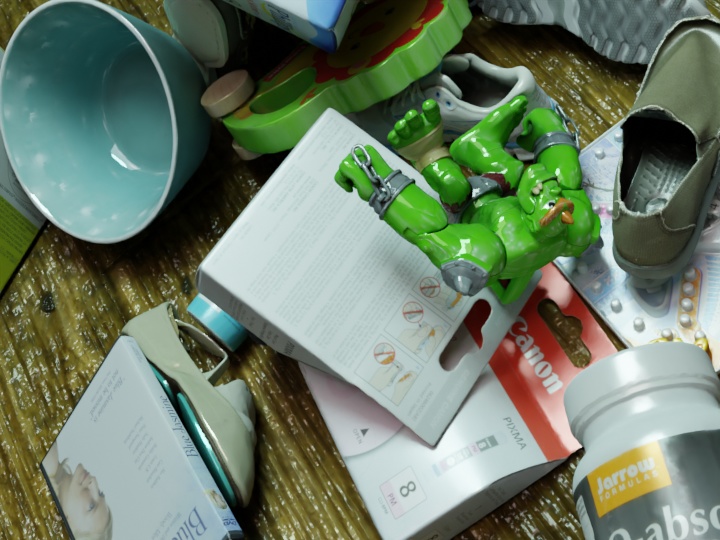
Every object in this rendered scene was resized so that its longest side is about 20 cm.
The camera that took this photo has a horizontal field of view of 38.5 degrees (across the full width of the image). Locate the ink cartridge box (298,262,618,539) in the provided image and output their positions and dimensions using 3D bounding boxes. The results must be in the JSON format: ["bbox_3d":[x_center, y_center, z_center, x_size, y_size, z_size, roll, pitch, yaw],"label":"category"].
[{"bbox_3d":[0.072,0.077,0.717,0.199,0.057,0.164,-36,54,8],"label":"ink cartridge box"}]

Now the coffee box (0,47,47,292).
[{"bbox_3d":[-0.412,-0.114,0.949,0.197,0.200,0.200,17,70,31],"label":"coffee box"}]

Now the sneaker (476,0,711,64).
[{"bbox_3d":[0.188,-0.226,0.811,0.198,0.076,0.082,28,50,31],"label":"sneaker"}]

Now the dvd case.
[{"bbox_3d":[-0.169,0.168,0.760,0.144,0.017,0.201,-54,52,19],"label":"dvd case"}]

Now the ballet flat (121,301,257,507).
[{"bbox_3d":[-0.119,0.093,0.789,0.069,0.070,0.200,-43,53,-3],"label":"ballet flat"}]

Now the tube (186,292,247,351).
[{"bbox_3d":[-0.058,-0.027,0.834,0.077,0.050,0.201,39,80,7],"label":"tube"}]

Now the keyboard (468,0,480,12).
[{"bbox_3d":[0.089,-0.321,0.934,0.103,0.040,0.203,-23,57,12],"label":"keyboard"}]

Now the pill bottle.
[{"bbox_3d":[0.185,0.151,0.581,0.115,0.117,0.203,-20,57,13],"label":"pill bottle"}]

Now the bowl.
[{"bbox_3d":[-0.208,-0.134,0.898,0.197,0.105,0.205,8,108,26],"label":"bowl"}]

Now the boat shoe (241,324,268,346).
[{"bbox_3d":[0.000,0.000,0.782,0.196,0.061,0.077,-16,56,-5],"label":"boat shoe"}]

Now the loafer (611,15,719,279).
[{"bbox_3d":[0.217,-0.095,0.695,0.074,0.070,0.203,8,67,26],"label":"loafer"}]

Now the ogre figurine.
[{"bbox_3d":[0.090,-0.049,0.693,0.098,0.198,0.121,-44,67,30],"label":"ogre figurine"}]

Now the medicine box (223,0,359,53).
[{"bbox_3d":[-0.069,-0.288,0.740,0.197,0.103,0.185,25,93,0],"label":"medicine box"}]

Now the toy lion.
[{"bbox_3d":[-0.011,-0.167,0.828,0.200,0.069,0.191,-45,31,-14],"label":"toy lion"}]

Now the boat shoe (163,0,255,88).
[{"bbox_3d":[-0.126,-0.211,0.892,0.060,0.202,0.072,-43,93,-11],"label":"boat shoe"}]

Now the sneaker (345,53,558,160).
[{"bbox_3d":[0.059,-0.141,0.820,0.197,0.087,0.076,4,67,28],"label":"sneaker"}]

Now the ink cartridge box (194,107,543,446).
[{"bbox_3d":[0.008,0.005,0.729,0.199,0.047,0.161,37,66,1],"label":"ink cartridge box"}]

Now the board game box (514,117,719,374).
[{"bbox_3d":[0.234,-0.045,0.719,0.199,0.026,0.201,-37,54,1],"label":"board game box"}]
